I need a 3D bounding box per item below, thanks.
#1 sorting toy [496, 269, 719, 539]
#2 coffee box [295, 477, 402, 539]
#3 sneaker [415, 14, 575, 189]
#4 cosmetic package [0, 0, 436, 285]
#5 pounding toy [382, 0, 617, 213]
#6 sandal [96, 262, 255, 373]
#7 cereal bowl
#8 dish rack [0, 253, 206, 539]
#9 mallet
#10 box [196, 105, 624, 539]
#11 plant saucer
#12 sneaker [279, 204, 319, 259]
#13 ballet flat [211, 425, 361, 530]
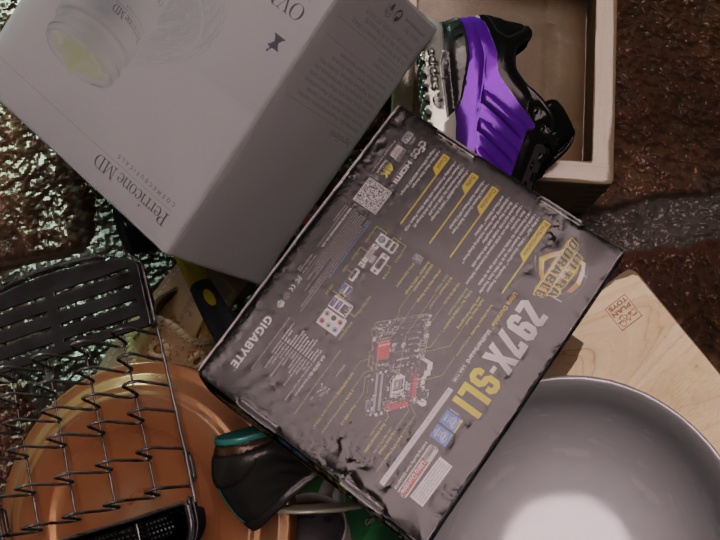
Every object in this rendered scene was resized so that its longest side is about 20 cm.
[{"bbox_3d":[0.159,0.142,0.742,0.199,0.070,0.200,-35,73,-7],"label":"sorting toy"},{"bbox_3d":[-0.015,0.177,0.743,0.122,0.044,0.202,-24,71,-11],"label":"coffee box"},{"bbox_3d":[0.092,-0.068,0.730,0.098,0.070,0.204,-6,89,-1],"label":"sneaker"},{"bbox_3d":[-0.099,-0.135,0.706,0.199,0.123,0.201,39,99,25],"label":"cosmetic package"},{"bbox_3d":[0.079,-0.145,0.848,0.196,0.142,0.187,3,81,1],"label":"pounding toy"},{"bbox_3d":[-0.128,0.036,0.782,0.077,0.070,0.213,26,69,8],"label":"sandal"},{"bbox_3d":[0.123,0.168,0.657,0.197,0.083,0.203,-1,73,5],"label":"cereal bowl"},{"bbox_3d":[-0.181,0.092,0.695,0.151,0.055,0.203,-17,76,8],"label":"dish rack"},{"bbox_3d":[-0.116,0.009,0.742,0.065,0.042,0.201,-16,43,-11],"label":"mallet"},{"bbox_3d":[0.029,0.029,0.642,0.159,0.049,0.201,34,77,12],"label":"box"},{"bbox_3d":[-0.138,0.159,0.718,0.197,0.032,0.204,-2,80,13],"label":"plant saucer"},{"bbox_3d":[0.000,0.000,0.795,0.199,0.071,0.098,36,40,10],"label":"sneaker"},{"bbox_3d":[0.006,0.104,0.695,0.197,0.068,0.069,-18,92,-13],"label":"ballet flat"}]
